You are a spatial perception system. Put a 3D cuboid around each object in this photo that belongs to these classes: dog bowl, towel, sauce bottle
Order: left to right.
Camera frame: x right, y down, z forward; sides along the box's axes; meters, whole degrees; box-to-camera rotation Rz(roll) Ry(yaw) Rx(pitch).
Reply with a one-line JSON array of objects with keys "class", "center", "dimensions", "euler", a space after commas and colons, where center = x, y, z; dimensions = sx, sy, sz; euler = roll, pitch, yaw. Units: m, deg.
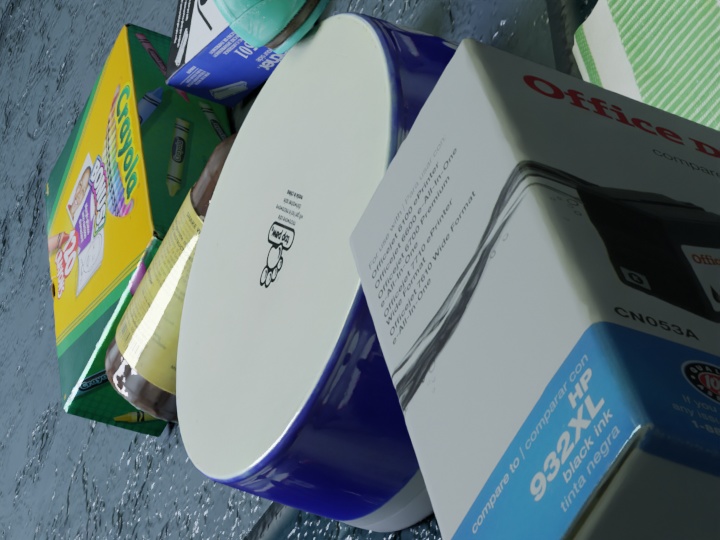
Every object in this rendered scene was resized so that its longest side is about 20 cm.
[{"class": "sauce bottle", "center": [-0.055, -0.018, 1.230], "dimensions": [0.200, 0.064, 0.065], "euler": [-60, 25, 31]}, {"class": "dog bowl", "center": [0.000, 0.000, 1.067], "dimensions": [0.200, 0.078, 0.201], "euler": [-49, 31, 45]}, {"class": "towel", "center": [0.141, -0.105, 0.886], "dimensions": [0.200, 0.023, 0.153], "euler": [-57, 27, 32]}]

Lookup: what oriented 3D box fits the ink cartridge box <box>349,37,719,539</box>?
[{"class": "ink cartridge box", "center": [0.091, 0.034, 0.734], "dimensions": [0.084, 0.145, 0.200], "euler": [-61, 25, 25]}]

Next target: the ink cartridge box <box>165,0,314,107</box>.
[{"class": "ink cartridge box", "center": [-0.052, -0.195, 1.380], "dimensions": [0.094, 0.044, 0.201], "euler": [-32, 45, 56]}]

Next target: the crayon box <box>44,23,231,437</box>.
[{"class": "crayon box", "center": [-0.114, -0.024, 1.383], "dimensions": [0.119, 0.058, 0.200], "euler": [-60, 25, 30]}]

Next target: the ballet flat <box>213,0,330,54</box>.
[{"class": "ballet flat", "center": [-0.005, -0.180, 1.121], "dimensions": [0.200, 0.070, 0.067], "euler": [-53, 14, -29]}]
